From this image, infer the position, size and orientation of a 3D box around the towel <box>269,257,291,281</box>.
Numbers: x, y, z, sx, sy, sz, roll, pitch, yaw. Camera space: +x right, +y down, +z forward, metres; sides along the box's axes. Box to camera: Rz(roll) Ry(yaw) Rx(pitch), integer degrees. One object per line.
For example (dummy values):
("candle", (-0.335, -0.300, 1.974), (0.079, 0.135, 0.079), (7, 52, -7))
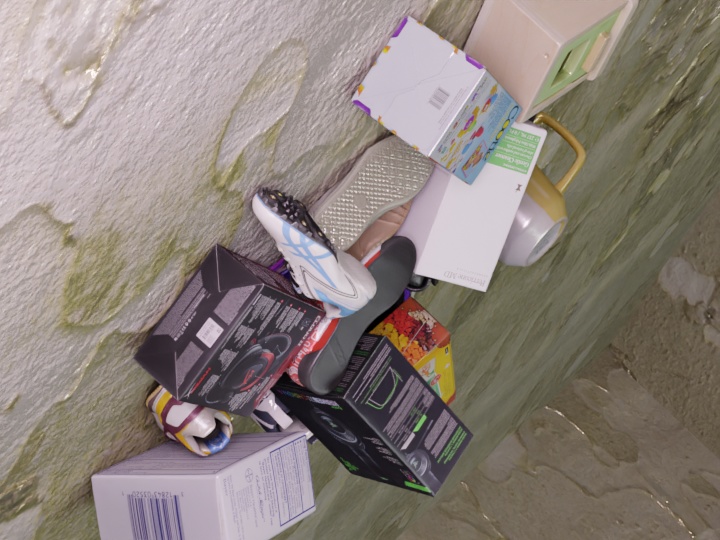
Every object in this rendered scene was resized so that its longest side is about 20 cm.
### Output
("towel", (-0.115, 0.046, 1.768), (0.200, 0.023, 0.144), (-40, 162, -23))

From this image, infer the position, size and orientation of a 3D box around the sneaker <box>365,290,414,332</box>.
("sneaker", (0.009, 0.087, 2.058), (0.100, 0.069, 0.202), (-43, 154, -66))

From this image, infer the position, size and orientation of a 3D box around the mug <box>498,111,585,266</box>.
("mug", (0.196, -0.100, 1.994), (0.149, 0.153, 0.187), (-20, 149, -57))

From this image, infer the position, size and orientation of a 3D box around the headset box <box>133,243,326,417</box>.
("headset box", (-0.130, 0.070, 1.628), (0.149, 0.075, 0.200), (-53, 158, 4))

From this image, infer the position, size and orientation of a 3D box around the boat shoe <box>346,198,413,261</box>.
("boat shoe", (0.003, -0.046, 1.782), (0.065, 0.071, 0.202), (-93, -154, -75))

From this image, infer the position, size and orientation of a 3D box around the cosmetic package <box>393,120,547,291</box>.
("cosmetic package", (0.121, -0.090, 1.771), (0.106, 0.085, 0.202), (12, 103, -29))

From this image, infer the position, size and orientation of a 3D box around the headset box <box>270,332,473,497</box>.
("headset box", (0.011, 0.166, 1.810), (0.173, 0.200, 0.093), (6, -126, 52))

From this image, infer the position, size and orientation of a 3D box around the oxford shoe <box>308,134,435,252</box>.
("oxford shoe", (0.006, -0.086, 1.699), (0.200, 0.075, 0.058), (-44, -169, -27))

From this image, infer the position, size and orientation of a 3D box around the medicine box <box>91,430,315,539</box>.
("medicine box", (-0.179, 0.261, 1.799), (0.180, 0.105, 0.199), (-5, -174, 30))

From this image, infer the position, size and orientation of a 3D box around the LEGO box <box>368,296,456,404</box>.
("LEGO box", (0.046, 0.150, 2.035), (0.149, 0.077, 0.201), (-40, 154, -16))

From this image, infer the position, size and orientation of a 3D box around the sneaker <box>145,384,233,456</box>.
("sneaker", (-0.187, 0.181, 1.776), (0.075, 0.090, 0.200), (-45, 164, -5))

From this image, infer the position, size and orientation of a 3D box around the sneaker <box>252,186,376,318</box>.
("sneaker", (-0.055, -0.012, 1.584), (0.072, 0.072, 0.200), (-37, 134, 7))

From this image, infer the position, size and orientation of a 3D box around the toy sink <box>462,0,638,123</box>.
("toy sink", (0.224, -0.275, 1.715), (0.199, 0.112, 0.131), (-35, 161, -36))

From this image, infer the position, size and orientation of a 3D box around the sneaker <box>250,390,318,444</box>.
("sneaker", (-0.093, 0.171, 1.931), (0.079, 0.130, 0.199), (-44, 164, -2))

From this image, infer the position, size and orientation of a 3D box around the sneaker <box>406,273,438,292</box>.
("sneaker", (0.069, -0.019, 1.914), (0.200, 0.073, 0.089), (-18, 115, -81))

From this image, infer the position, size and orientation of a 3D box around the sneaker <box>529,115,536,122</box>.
("sneaker", (0.133, -0.144, 1.879), (0.199, 0.074, 0.088), (-38, 165, 4))

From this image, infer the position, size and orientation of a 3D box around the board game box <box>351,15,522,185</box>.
("board game box", (0.082, -0.172, 1.591), (0.105, 0.103, 0.200), (-55, 164, 5))

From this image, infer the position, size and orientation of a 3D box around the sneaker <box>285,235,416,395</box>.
("sneaker", (-0.027, 0.034, 1.731), (0.067, 0.108, 0.203), (37, 83, -39))
